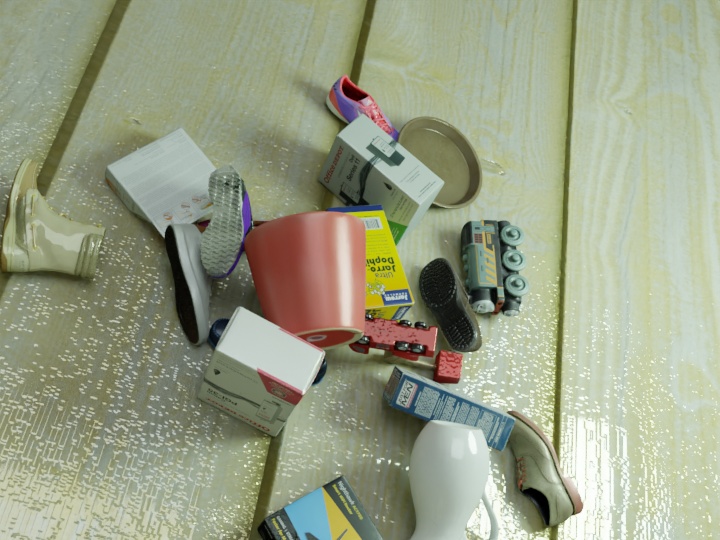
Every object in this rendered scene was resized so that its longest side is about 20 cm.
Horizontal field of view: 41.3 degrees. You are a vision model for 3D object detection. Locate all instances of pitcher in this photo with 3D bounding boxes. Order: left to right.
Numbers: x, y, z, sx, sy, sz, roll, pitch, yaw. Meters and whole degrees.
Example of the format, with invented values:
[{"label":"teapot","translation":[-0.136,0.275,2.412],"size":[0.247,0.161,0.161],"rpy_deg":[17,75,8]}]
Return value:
[{"label":"pitcher","translation":[0.151,0.339,1.471],"size":[0.171,0.121,0.201],"rpy_deg":[11,87,-32]}]

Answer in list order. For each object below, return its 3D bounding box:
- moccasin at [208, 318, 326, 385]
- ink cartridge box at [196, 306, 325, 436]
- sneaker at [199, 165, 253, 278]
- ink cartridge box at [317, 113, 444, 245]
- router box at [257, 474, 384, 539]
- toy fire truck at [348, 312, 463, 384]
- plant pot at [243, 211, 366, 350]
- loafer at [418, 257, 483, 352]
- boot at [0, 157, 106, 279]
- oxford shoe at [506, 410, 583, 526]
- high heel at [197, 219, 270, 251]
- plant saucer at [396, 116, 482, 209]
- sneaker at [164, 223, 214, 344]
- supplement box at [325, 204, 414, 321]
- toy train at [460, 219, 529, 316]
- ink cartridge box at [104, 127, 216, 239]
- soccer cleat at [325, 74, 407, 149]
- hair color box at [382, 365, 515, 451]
[{"label":"moccasin","translation":[-0.144,0.118,1.544],"size":[0.199,0.068,0.081],"rpy_deg":[19,55,-9]},{"label":"ink cartridge box","translation":[-0.153,0.158,1.436],"size":[0.146,0.200,0.083],"rpy_deg":[27,58,-2]},{"label":"sneaker","translation":[-0.209,-0.064,1.563],"size":[0.069,0.100,0.201],"rpy_deg":[-5,59,11]},{"label":"ink cartridge box","translation":[0.033,-0.164,1.741],"size":[0.200,0.147,0.083],"rpy_deg":[41,56,9]},{"label":"router box","translation":[-0.038,0.424,1.402],"size":[0.149,0.051,0.200],"rpy_deg":[-23,70,-32]},{"label":"toy fire truck","translation":[0.075,0.132,1.594],"size":[0.199,0.141,0.049],"rpy_deg":[8,63,3]},{"label":"plant pot","translation":[-0.076,0.025,1.484],"size":[0.200,0.200,0.178],"rpy_deg":[-1,71,-21]},{"label":"loafer","translation":[0.162,0.068,1.702],"size":[0.073,0.071,0.200],"rpy_deg":[-27,56,16]},{"label":"boot","translation":[-0.488,-0.082,1.538],"size":[0.155,0.073,0.201],"rpy_deg":[7,59,-16]},{"label":"oxford shoe","translation":[0.285,0.325,1.577],"size":[0.075,0.070,0.200],"rpy_deg":[-24,69,-25]},{"label":"high heel","translation":[-0.175,-0.070,1.633],"size":[0.199,0.096,0.068],"rpy_deg":[16,55,-11]},{"label":"plant saucer","translation":[0.150,-0.206,1.859],"size":[0.200,0.029,0.201],"rpy_deg":[13,62,-26]},{"label":"sneaker","translation":[-0.256,0.018,1.548],"size":[0.084,0.073,0.201],"rpy_deg":[-5,80,-35]},{"label":"supplement box","translation":[0.000,0.000,1.647],"size":[0.109,0.109,0.200],"rpy_deg":[-5,61,-24]},{"label":"toy train","translation":[0.245,-0.006,1.767],"size":[0.114,0.085,0.201],"rpy_deg":[2,60,-4]},{"label":"ink cartridge box","translation":[-0.316,-0.133,1.648],"size":[0.162,0.050,0.200],"rpy_deg":[-34,80,-28]},{"label":"soccer cleat","translation":[0.019,-0.296,1.862],"size":[0.200,0.073,0.068],"rpy_deg":[42,54,7]},{"label":"hair color box","translation":[0.142,0.224,1.560],"size":[0.200,0.100,0.061],"rpy_deg":[23,88,-5]}]
